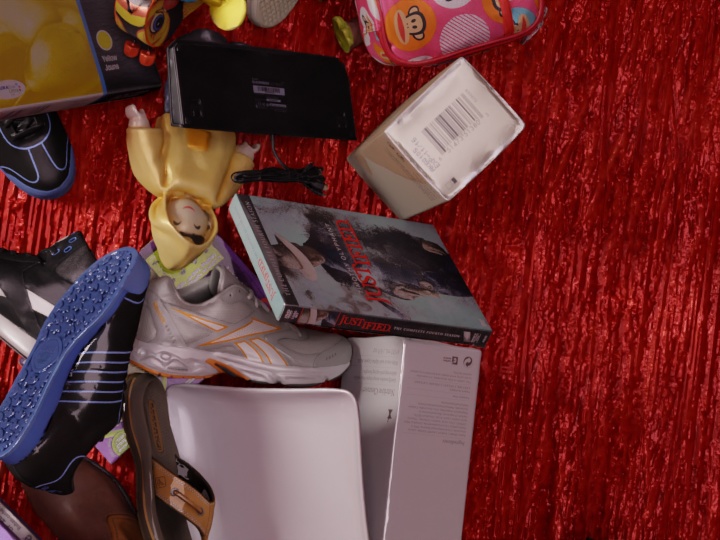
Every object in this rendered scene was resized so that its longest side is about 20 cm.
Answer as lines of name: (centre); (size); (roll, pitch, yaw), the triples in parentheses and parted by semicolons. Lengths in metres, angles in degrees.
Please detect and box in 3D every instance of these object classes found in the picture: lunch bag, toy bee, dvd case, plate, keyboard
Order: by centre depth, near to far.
plate: (-0.068, 0.191, 1.449); (0.032, 0.199, 0.201); (-16, 102, -54)
toy bee: (-0.169, -0.232, 1.456); (0.199, 0.109, 0.131); (-17, 48, -30)
dvd case: (0.000, 0.000, 1.458); (0.199, 0.146, 0.022); (8, 126, -29)
lunch bag: (0.075, -0.279, 1.474); (0.175, 0.082, 0.201); (-16, 100, -11)
keyboard: (-0.080, -0.126, 1.481); (0.199, 0.021, 0.128); (0, 79, -43)

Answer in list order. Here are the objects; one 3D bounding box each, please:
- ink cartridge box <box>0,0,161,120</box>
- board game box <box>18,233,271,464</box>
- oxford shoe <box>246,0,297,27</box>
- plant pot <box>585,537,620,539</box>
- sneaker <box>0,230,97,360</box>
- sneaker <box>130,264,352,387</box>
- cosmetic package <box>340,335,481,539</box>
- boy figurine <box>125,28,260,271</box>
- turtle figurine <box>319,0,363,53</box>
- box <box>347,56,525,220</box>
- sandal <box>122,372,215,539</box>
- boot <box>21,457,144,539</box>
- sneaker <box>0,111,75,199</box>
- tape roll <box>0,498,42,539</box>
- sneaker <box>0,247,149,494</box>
ink cartridge box: (-0.269, -0.229, 1.440); (0.197, 0.047, 0.201); (-18, 92, -49)
board game box: (-0.179, 0.054, 1.502); (0.200, 0.032, 0.120); (-42, 90, -9)
oxford shoe: (-0.071, -0.311, 1.530); (0.058, 0.075, 0.201); (13, 93, 27)
plant pot: (0.212, 0.339, 1.473); (0.200, 0.199, 0.182); (40, 75, -5)
sneaker: (-0.287, -0.004, 1.462); (0.200, 0.073, 0.112); (38, 76, 4)
sneaker: (-0.095, 0.044, 1.461); (0.199, 0.076, 0.092); (5, 97, -25)
cosmetic package: (0.034, 0.160, 1.484); (0.081, 0.113, 0.201); (10, 82, -26)
boy figurine: (-0.144, -0.101, 1.476); (0.124, 0.064, 0.201); (22, 68, -28)
turtle figurine: (0.038, -0.270, 1.539); (0.161, 0.064, 0.201); (-25, 100, -5)
box: (0.059, -0.105, 1.464); (0.095, 0.200, 0.078); (-44, 94, -10)
sandal: (-0.149, 0.179, 1.443); (0.054, 0.082, 0.201); (-14, 77, 12)
boot: (-0.215, 0.229, 1.396); (0.068, 0.200, 0.189); (-35, 95, 2)
sneaker: (-0.301, -0.152, 1.468); (0.070, 0.078, 0.201); (-30, 92, -10)
tape roll: (-0.304, 0.228, 1.383); (0.200, 0.200, 0.085); (45, 80, -5)
sneaker: (-0.216, 0.081, 1.389); (0.078, 0.070, 0.201); (44, 68, -37)
